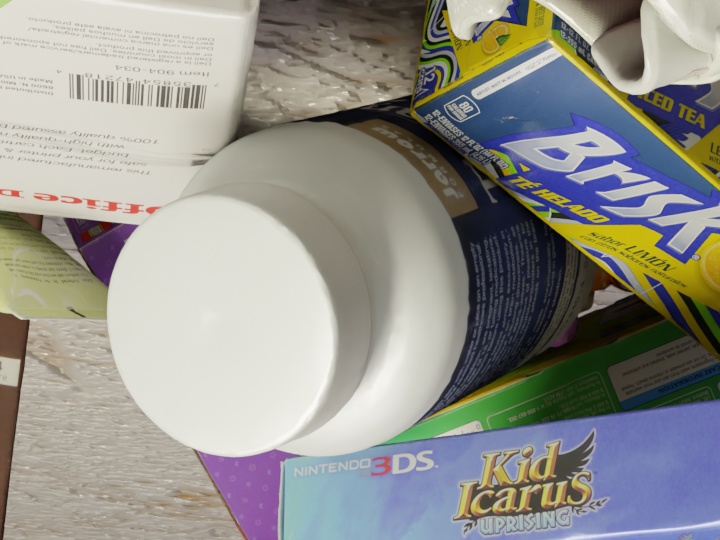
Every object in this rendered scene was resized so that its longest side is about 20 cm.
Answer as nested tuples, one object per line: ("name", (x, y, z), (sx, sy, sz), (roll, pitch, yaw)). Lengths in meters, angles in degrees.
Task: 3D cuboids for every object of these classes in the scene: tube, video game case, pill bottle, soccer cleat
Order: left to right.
("tube", (-0.178, -0.026, 0.833), (0.200, 0.058, 0.052), (29, 144, 26))
("pill bottle", (0.000, 0.000, 0.741), (0.110, 0.112, 0.200), (-5, -173, 27))
("video game case", (0.100, 0.099, 0.761), (0.199, 0.046, 0.181), (-10, 155, 27))
("soccer cleat", (0.115, -0.088, 0.663), (0.199, 0.087, 0.070), (9, 162, -14))

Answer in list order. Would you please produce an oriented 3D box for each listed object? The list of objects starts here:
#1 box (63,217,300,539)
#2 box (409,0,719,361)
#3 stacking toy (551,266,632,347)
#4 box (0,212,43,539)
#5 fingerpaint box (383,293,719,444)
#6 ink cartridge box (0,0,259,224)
("box", (-0.065, 0.051, 0.923), (0.039, 0.201, 0.137), (-29, -162, -5))
("box", (0.109, -0.038, 0.751), (0.064, 0.070, 0.200), (-26, 131, 38))
("stacking toy", (0.057, 0.000, 0.896), (0.199, 0.117, 0.110), (-7, -158, 10))
("box", (-0.193, 0.033, 0.927), (0.100, 0.201, 0.075), (7, 160, -12))
("fingerpaint box", (0.107, 0.061, 0.950), (0.199, 0.074, 0.167), (-23, -178, 7))
("ink cartridge box", (-0.108, -0.089, 0.717), (0.145, 0.084, 0.200), (7, 162, -5))
